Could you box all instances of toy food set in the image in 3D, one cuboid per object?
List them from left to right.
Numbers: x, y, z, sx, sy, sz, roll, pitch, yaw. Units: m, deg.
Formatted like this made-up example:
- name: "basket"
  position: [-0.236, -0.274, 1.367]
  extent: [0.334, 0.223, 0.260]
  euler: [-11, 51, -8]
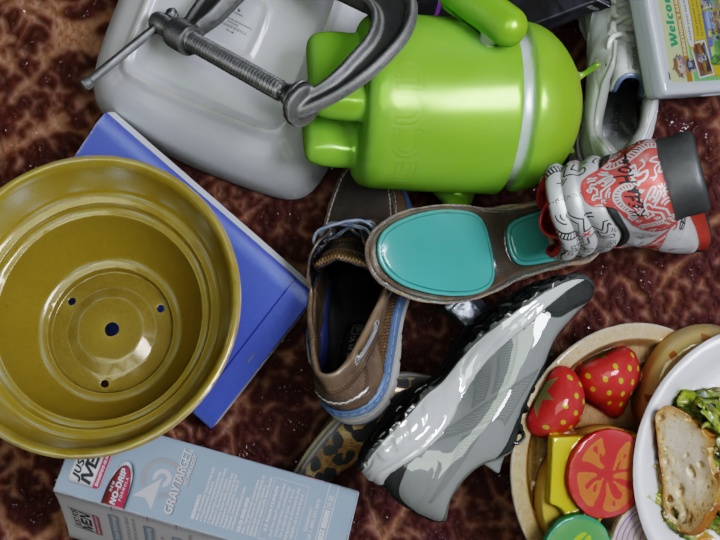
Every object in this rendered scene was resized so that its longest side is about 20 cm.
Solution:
- name: "toy food set"
  position: [0.197, 0.137, 0.786]
  extent: [0.197, 0.049, 0.201]
  euler: [0, 93, -19]

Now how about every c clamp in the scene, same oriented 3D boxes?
- name: "c clamp"
  position: [-0.064, -0.148, 0.728]
  extent: [0.199, 0.027, 0.171]
  euler: [26, 69, 35]

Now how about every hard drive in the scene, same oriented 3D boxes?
- name: "hard drive"
  position: [-0.145, 0.001, 0.819]
  extent: [0.199, 0.025, 0.132]
  euler: [40, 107, 3]

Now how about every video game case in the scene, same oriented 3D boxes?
- name: "video game case"
  position: [0.255, -0.225, 0.794]
  extent: [0.180, 0.022, 0.203]
  euler: [-8, 88, -31]

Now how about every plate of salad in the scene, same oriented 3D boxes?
- name: "plate of salad"
  position: [0.281, 0.135, 0.742]
  extent: [0.197, 0.048, 0.203]
  euler: [0, 88, -2]

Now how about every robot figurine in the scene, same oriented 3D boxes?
- name: "robot figurine"
  position: [0.060, -0.112, 0.757]
  extent: [0.197, 0.177, 0.117]
  euler: [1, 49, -9]

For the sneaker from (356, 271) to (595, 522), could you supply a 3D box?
- name: "sneaker"
  position: [0.087, 0.080, 0.748]
  extent: [0.079, 0.074, 0.200]
  euler: [44, 83, -2]

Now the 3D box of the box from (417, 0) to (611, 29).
- name: "box"
  position: [0.087, -0.262, 0.804]
  extent: [0.142, 0.036, 0.203]
  euler: [-16, 88, 31]

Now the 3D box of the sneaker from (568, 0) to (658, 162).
- name: "sneaker"
  position: [0.193, -0.159, 0.803]
  extent: [0.073, 0.087, 0.203]
  euler: [2, 87, 3]

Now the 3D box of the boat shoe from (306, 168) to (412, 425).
- name: "boat shoe"
  position: [0.000, 0.000, 0.776]
  extent: [0.071, 0.073, 0.203]
  euler: [-7, 60, 15]

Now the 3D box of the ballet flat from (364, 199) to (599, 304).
- name: "ballet flat"
  position: [0.081, -0.012, 0.782]
  extent: [0.197, 0.067, 0.069]
  euler: [-5, 86, -27]

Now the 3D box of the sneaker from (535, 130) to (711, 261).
- name: "sneaker"
  position: [0.178, -0.042, 0.756]
  extent: [0.106, 0.201, 0.068]
  euler: [-13, 81, 16]

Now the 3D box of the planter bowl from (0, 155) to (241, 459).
- name: "planter bowl"
  position: [-0.176, 0.031, 0.758]
  extent: [0.197, 0.084, 0.204]
  euler: [0, 74, 0]

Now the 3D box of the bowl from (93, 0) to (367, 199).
- name: "bowl"
  position: [-0.089, -0.173, 0.818]
  extent: [0.198, 0.075, 0.202]
  euler: [24, 88, 4]

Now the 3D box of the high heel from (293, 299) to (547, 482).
- name: "high heel"
  position: [0.056, 0.128, 0.806]
  extent: [0.200, 0.071, 0.143]
  euler: [-43, 90, -2]

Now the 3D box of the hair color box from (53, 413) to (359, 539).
- name: "hair color box"
  position: [-0.106, 0.171, 0.784]
  extent: [0.197, 0.099, 0.061]
  euler: [15, 58, 2]
